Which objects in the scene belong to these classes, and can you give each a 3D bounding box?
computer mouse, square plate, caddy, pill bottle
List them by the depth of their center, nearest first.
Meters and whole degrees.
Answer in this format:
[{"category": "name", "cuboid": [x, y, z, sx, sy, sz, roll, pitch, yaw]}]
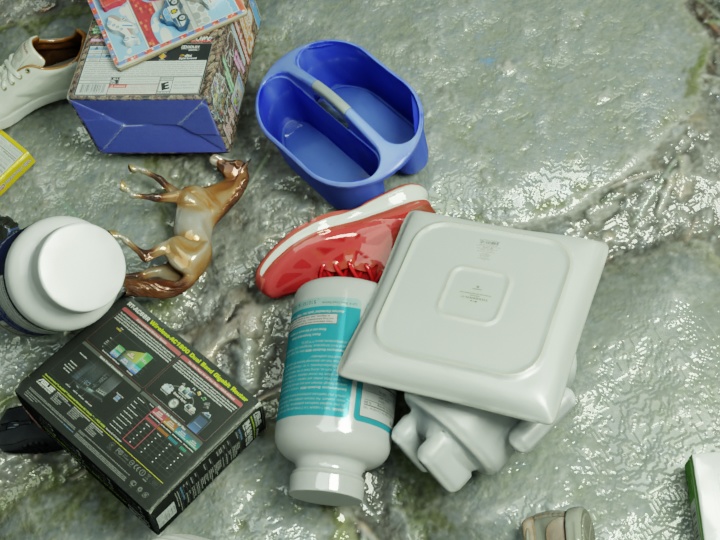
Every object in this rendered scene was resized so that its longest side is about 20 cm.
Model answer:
[{"category": "square plate", "cuboid": [0.101, 0.028, 0.981, 0.199, 0.029, 0.199, 11, 56, 21]}, {"category": "pill bottle", "cuboid": [-0.021, 0.115, 1.040, 0.110, 0.111, 0.201, 3, 67, 12]}, {"category": "pill bottle", "cuboid": [-0.301, 0.006, 1.085, 0.111, 0.200, 0.112, 4, 83, -31]}, {"category": "computer mouse", "cuboid": [-0.380, 0.161, 1.132, 0.199, 0.034, 0.059, -6, 67, 9]}, {"category": "caddy", "cuboid": [-0.019, -0.156, 1.155, 0.141, 0.105, 0.200, -44, 62, -8]}]

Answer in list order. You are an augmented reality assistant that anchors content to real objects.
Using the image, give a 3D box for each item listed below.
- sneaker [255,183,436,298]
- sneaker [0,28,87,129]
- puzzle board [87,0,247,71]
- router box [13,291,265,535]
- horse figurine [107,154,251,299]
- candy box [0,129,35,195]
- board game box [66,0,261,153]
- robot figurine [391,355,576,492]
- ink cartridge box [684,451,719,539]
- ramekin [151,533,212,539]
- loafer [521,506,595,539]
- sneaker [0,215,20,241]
[{"category": "sneaker", "cuboid": [0.000, 0.000, 1.106, 0.199, 0.078, 0.116, -29, 63, -1]}, {"category": "sneaker", "cuboid": [-0.395, -0.225, 1.263, 0.199, 0.085, 0.073, -25, 59, -8]}, {"category": "puzzle board", "cuboid": [-0.227, -0.317, 1.208, 0.150, 0.017, 0.201, -25, 58, -5]}, {"category": "router box", "cuboid": [-0.214, 0.135, 1.078, 0.200, 0.062, 0.150, 36, 63, 22]}, {"category": "horse figurine", "cuboid": [-0.197, -0.043, 1.167, 0.132, 0.050, 0.201, 13, 58, -8]}, {"category": "candy box", "cuboid": [-0.481, -0.149, 1.290, 0.200, 0.026, 0.102, 37, 78, 23]}, {"category": "board game box", "cuboid": [-0.212, -0.238, 1.225, 0.158, 0.097, 0.201, 2, 59, 12]}, {"category": "robot figurine", "cuboid": [0.120, 0.106, 1.016, 0.200, 0.113, 0.169, -46, 42, -10]}, {"category": "ink cartridge box", "cuboid": [0.389, 0.209, 0.949, 0.199, 0.059, 0.104, -5, 66, 8]}, {"category": "ramekin", "cuboid": [-0.153, 0.320, 0.934, 0.105, 0.200, 0.201, 15, 70, 26]}, {"category": "loafer", "cuboid": [0.173, 0.306, 0.951, 0.063, 0.072, 0.201, -11, 58, 24]}, {"category": "sneaker", "cuboid": [-0.452, -0.028, 1.214, 0.199, 0.079, 0.075, 16, 30, 4]}]
